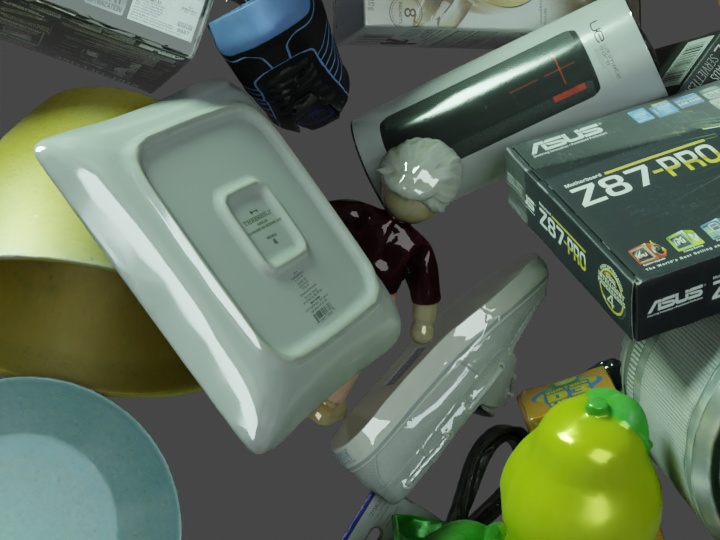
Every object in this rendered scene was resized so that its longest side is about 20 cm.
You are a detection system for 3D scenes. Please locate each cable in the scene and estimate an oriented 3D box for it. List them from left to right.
[{"bbox_3d":[0.056,0.189,0.980,0.200,0.050,0.097,-37,97,-16],"label":"cable"}]

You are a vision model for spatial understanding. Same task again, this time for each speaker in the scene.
[{"bbox_3d":[0.099,-0.106,0.975,0.200,0.081,0.081,-24,97,13],"label":"speaker"}]

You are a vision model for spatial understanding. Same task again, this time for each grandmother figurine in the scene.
[{"bbox_3d":[0.000,0.000,0.955,0.121,0.061,0.200,27,111,-13],"label":"grandmother figurine"}]

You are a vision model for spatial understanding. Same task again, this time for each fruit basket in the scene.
[{"bbox_3d":[0.119,0.164,0.883,0.215,0.156,0.216,0,90,1],"label":"fruit basket"}]

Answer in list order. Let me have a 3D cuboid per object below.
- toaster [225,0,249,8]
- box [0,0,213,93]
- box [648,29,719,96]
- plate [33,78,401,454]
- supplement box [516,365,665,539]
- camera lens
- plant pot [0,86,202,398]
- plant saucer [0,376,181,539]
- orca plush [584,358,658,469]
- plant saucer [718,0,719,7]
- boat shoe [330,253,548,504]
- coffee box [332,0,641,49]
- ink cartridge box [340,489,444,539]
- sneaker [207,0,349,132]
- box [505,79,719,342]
[{"bbox_3d":[-0.081,-0.266,0.939,0.129,0.114,0.200,33,66,-9],"label":"toaster"},{"bbox_3d":[-0.198,-0.170,0.889,0.199,0.158,0.050,18,84,-15],"label":"box"},{"bbox_3d":[0.256,-0.044,1.039,0.200,0.124,0.149,39,80,-13],"label":"box"},{"bbox_3d":[-0.062,-0.018,0.831,0.032,0.200,0.200,-36,90,29],"label":"plate"},{"bbox_3d":[0.166,0.171,0.990,0.066,0.069,0.201,-18,99,6],"label":"supplement box"},{"bbox_3d":[0.250,0.081,0.885,0.159,0.200,0.161,-2,105,-6],"label":"camera lens"},{"bbox_3d":[-0.159,-0.025,0.897,0.199,0.200,0.142,13,63,-16],"label":"plant pot"},{"bbox_3d":[-0.215,0.167,0.941,0.200,0.039,0.202,0,89,-17],"label":"plant saucer"},{"bbox_3d":[0.189,0.119,1.047,0.105,0.071,0.201,23,105,0],"label":"orca plush"},{"bbox_3d":[0.320,-0.146,1.040,0.200,0.200,0.037,39,112,-13],"label":"plant saucer"},{"bbox_3d":[0.068,0.073,1.002,0.069,0.072,0.200,48,66,-11],"label":"boat shoe"},{"bbox_3d":[0.085,-0.212,1.013,0.199,0.080,0.113,-2,89,-16],"label":"coffee box"},{"bbox_3d":[0.062,0.235,1.024,0.200,0.037,0.095,36,79,-15],"label":"ink cartridge box"},{"bbox_3d":[-0.041,-0.128,0.916,0.070,0.200,0.078,-26,92,7],"label":"sneaker"},{"bbox_3d":[0.210,-0.046,0.883,0.199,0.161,0.049,-18,126,-13],"label":"box"}]
